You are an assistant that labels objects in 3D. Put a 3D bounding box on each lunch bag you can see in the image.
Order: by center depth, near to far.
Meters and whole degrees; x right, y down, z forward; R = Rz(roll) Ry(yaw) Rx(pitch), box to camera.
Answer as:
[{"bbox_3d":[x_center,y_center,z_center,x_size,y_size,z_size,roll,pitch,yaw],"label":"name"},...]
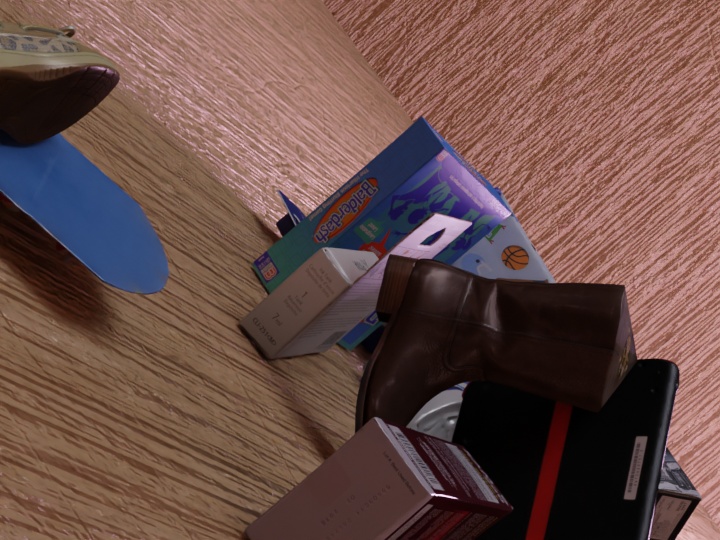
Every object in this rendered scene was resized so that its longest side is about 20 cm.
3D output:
[{"bbox_3d":[0.109,0.053,1.885,0.201,0.123,0.171,105,-38,-60],"label":"lunch bag"}]

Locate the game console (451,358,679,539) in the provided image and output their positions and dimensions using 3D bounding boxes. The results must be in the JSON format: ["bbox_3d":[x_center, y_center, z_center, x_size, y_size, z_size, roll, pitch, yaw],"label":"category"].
[{"bbox_3d":[0.141,0.153,1.455,0.031,0.175,0.201,57,40,-45],"label":"game console"}]

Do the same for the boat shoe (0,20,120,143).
[{"bbox_3d":[-0.209,-0.122,1.163,0.063,0.073,0.200,51,15,12],"label":"boat shoe"}]

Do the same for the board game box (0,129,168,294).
[{"bbox_3d":[-0.205,-0.047,1.207,0.200,0.039,0.158,42,15,-14],"label":"board game box"}]

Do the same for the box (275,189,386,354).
[{"bbox_3d":[-0.019,0.015,1.902,0.200,0.032,0.121,48,8,-36],"label":"box"}]

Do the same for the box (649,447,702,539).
[{"bbox_3d":[0.167,0.198,1.525,0.049,0.201,0.158,12,29,-30],"label":"box"}]

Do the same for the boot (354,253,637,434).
[{"bbox_3d":[0.101,0.089,1.461,0.198,0.188,0.064,10,-3,7],"label":"boot"}]

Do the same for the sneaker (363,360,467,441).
[{"bbox_3d":[0.043,0.120,1.712,0.146,0.081,0.199,19,19,35],"label":"sneaker"}]

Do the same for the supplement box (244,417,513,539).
[{"bbox_3d":[0.016,0.156,1.228,0.061,0.109,0.200,52,8,20],"label":"supplement box"}]

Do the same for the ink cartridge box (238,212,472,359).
[{"bbox_3d":[0.000,0.000,1.592,0.044,0.173,0.200,49,8,8],"label":"ink cartridge box"}]

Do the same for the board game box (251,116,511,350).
[{"bbox_3d":[0.021,-0.029,1.743,0.045,0.200,0.152,56,11,33],"label":"board game box"}]
